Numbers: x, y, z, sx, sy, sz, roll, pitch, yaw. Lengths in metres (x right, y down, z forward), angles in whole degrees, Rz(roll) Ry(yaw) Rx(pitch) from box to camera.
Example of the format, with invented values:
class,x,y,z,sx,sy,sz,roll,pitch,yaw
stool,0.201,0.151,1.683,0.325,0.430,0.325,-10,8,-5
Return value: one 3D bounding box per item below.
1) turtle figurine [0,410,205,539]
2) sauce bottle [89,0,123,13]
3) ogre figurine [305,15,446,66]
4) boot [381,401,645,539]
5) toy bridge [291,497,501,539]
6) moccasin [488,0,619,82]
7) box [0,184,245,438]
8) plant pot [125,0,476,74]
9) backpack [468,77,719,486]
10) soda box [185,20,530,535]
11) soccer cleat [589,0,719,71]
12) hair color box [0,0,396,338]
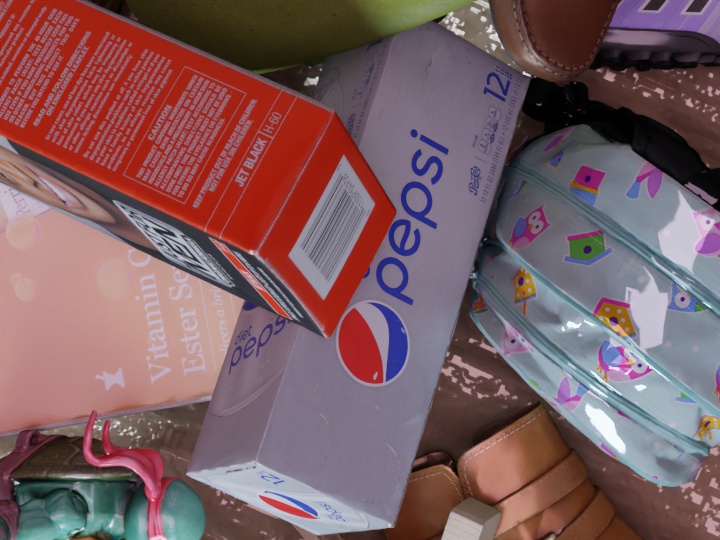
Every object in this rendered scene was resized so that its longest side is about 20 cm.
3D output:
class,x,y,z,sx,sy,sz,roll,pitch,yaw
turtle figurine,-0.129,0.117,0.900,0.198,0.150,0.102,-3,62,32
sauce bottle,-0.139,-0.135,0.896,0.065,0.200,0.067,0,87,2
ogre figurine,0.040,-0.177,0.946,0.198,0.098,0.121,-19,111,18
boot,0.110,0.128,0.971,0.199,0.077,0.156,-22,92,13
toy bridge,0.041,0.131,0.935,0.199,0.027,0.068,24,106,19
moccasin,0.108,-0.172,0.875,0.073,0.077,0.203,29,82,-35
box,-0.134,-0.011,0.951,0.198,0.106,0.154,-11,93,2
plant pot,-0.008,-0.162,0.822,0.188,0.187,0.200,53,136,-1
backpack,0.118,0.008,0.895,0.166,0.200,0.127,31,94,0
soda box,0.000,0.000,0.880,0.068,0.063,0.202,26,69,-24
soccer cleat,0.167,-0.127,0.954,0.198,0.068,0.074,-5,92,-2
hair color box,-0.093,-0.053,0.817,0.199,0.102,0.062,25,79,22
